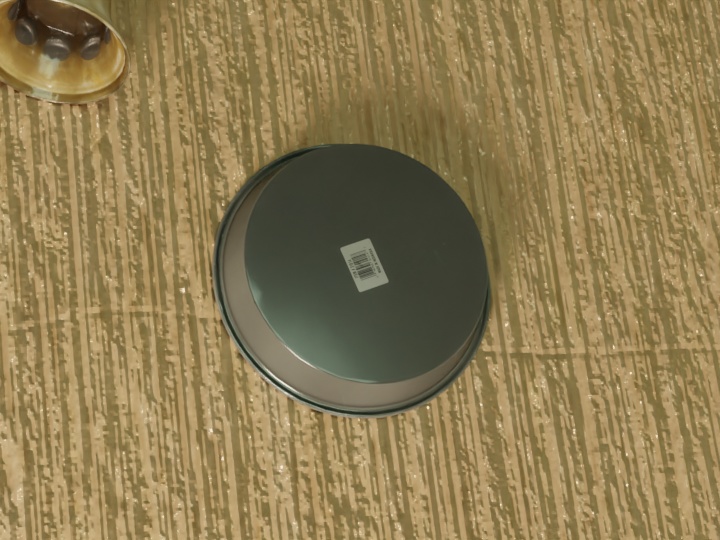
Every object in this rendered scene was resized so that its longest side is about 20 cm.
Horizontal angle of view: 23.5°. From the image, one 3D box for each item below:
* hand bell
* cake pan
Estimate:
[{"bbox_3d":[-0.192,-0.224,1.192,0.104,0.104,0.200,15,55,-11],"label":"hand bell"},{"bbox_3d":[0.000,0.000,1.183,0.200,0.037,0.200,5,70,-15],"label":"cake pan"}]
